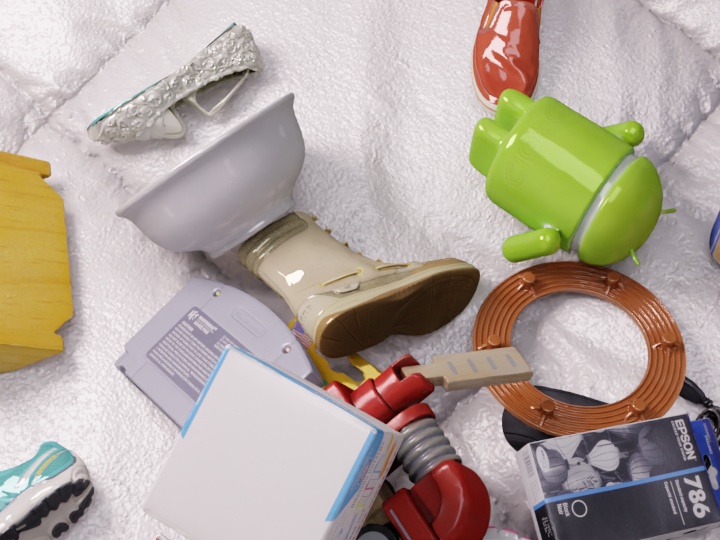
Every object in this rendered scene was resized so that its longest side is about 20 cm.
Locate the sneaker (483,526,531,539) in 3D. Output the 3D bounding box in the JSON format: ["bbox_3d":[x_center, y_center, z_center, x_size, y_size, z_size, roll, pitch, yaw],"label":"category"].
[{"bbox_3d":[0.088,0.265,1.189,0.197,0.082,0.089,13,69,16],"label":"sneaker"}]

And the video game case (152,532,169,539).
[{"bbox_3d":[-0.188,0.348,1.188,0.142,0.017,0.200,37,72,15],"label":"video game case"}]

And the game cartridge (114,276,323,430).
[{"bbox_3d":[-0.125,0.086,1.244,0.133,0.041,0.199,-47,46,-9],"label":"game cartridge"}]

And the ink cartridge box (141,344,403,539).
[{"bbox_3d":[-0.054,0.147,1.021,0.124,0.200,0.130,27,87,11],"label":"ink cartridge box"}]

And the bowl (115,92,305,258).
[{"bbox_3d":[-0.123,-0.075,1.293,0.200,0.201,0.091,-35,97,-13],"label":"bowl"}]

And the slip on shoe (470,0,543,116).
[{"bbox_3d":[0.155,-0.249,1.412,0.073,0.061,0.203,10,69,3],"label":"slip on shoe"}]

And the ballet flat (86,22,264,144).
[{"bbox_3d":[-0.178,-0.174,1.386,0.199,0.072,0.072,-37,71,-13],"label":"ballet flat"}]

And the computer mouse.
[{"bbox_3d":[0.236,0.135,1.254,0.198,0.046,0.141,27,71,12],"label":"computer mouse"}]

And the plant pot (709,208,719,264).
[{"bbox_3d":[0.435,-0.054,1.254,0.180,0.200,0.200,-44,73,-10],"label":"plant pot"}]

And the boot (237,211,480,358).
[{"bbox_3d":[0.000,0.000,1.295,0.198,0.074,0.155,-18,43,-34],"label":"boot"}]

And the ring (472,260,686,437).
[{"bbox_3d":[0.202,0.067,1.270,0.197,0.019,0.203,2,51,-3],"label":"ring"}]

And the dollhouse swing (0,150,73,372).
[{"bbox_3d":[-0.402,0.008,1.329,0.180,0.175,0.203,10,59,-40],"label":"dollhouse swing"}]

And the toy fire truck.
[{"bbox_3d":[0.061,0.147,1.145,0.199,0.129,0.177,-40,62,8],"label":"toy fire truck"}]

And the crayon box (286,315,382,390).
[{"bbox_3d":[-0.067,0.155,1.249,0.125,0.052,0.201,34,72,14],"label":"crayon box"}]

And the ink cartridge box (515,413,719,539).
[{"bbox_3d":[0.237,0.181,1.178,0.197,0.039,0.101,-8,69,-20],"label":"ink cartridge box"}]

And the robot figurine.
[{"bbox_3d":[0.199,-0.085,1.310,0.199,0.116,0.176,34,63,14],"label":"robot figurine"}]

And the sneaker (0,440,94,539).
[{"bbox_3d":[-0.330,0.227,1.225,0.199,0.078,0.080,-34,51,-17],"label":"sneaker"}]
